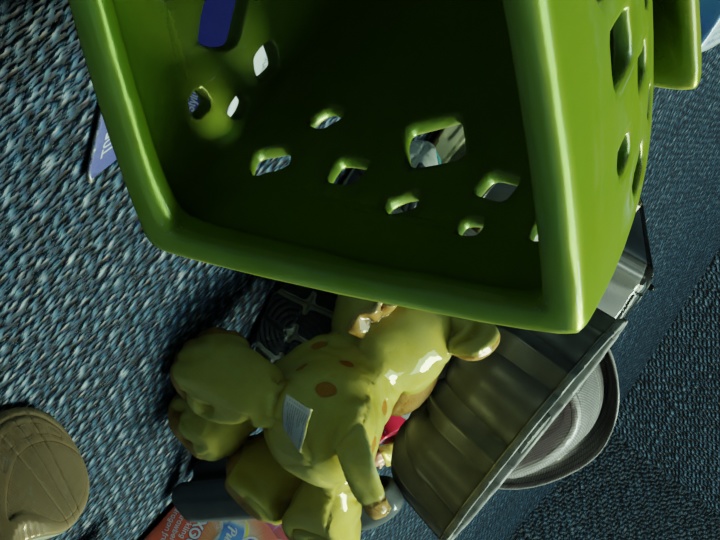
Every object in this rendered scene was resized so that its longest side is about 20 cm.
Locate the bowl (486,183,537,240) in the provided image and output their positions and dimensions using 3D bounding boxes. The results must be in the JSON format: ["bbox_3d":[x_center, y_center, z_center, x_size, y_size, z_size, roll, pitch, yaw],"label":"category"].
[{"bbox_3d":[0.074,0.003,1.698,0.200,0.075,0.200,-51,169,11],"label":"bowl"}]

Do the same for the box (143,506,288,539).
[{"bbox_3d":[-0.114,0.246,1.659,0.103,0.094,0.200,-46,166,-22],"label":"box"}]

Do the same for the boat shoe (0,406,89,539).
[{"bbox_3d":[-0.200,0.129,1.098,0.065,0.072,0.200,-31,-172,20],"label":"boat shoe"}]

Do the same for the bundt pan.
[{"bbox_3d":[0.092,0.088,1.467,0.202,0.076,0.202,-49,171,-10],"label":"bundt pan"}]

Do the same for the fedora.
[{"bbox_3d":[0.121,0.118,1.822,0.199,0.178,0.090,-18,-166,21],"label":"fedora"}]

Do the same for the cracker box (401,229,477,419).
[{"bbox_3d":[0.064,0.044,1.558,0.134,0.058,0.200,-43,143,10],"label":"cracker box"}]

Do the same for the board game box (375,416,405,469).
[{"bbox_3d":[-0.002,0.151,1.749,0.199,0.039,0.158,-32,172,27],"label":"board game box"}]

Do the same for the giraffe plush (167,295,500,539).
[{"bbox_3d":[-0.009,0.065,1.359,0.162,0.173,0.200,-46,-178,-27],"label":"giraffe plush"}]

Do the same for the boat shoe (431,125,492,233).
[{"bbox_3d":[0.059,-0.040,1.560,0.073,0.065,0.201,-32,157,-58],"label":"boat shoe"}]

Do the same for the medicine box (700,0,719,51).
[{"bbox_3d":[0.166,-0.247,1.099,0.201,0.182,0.103,-59,166,28],"label":"medicine box"}]

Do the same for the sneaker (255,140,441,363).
[{"bbox_3d":[0.000,0.000,1.452,0.201,0.077,0.080,-57,176,19],"label":"sneaker"}]

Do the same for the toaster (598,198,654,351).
[{"bbox_3d":[0.171,0.020,1.922,0.181,0.118,0.200,-58,-170,23],"label":"toaster"}]

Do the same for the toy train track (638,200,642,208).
[{"bbox_3d":[0.184,-0.090,1.666,0.115,0.032,0.200,-49,-151,19],"label":"toy train track"}]

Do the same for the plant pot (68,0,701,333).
[{"bbox_3d":[0.022,-0.119,0.807,0.182,0.199,0.200,-51,142,-40],"label":"plant pot"}]

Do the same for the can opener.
[{"bbox_3d":[-0.056,0.158,1.493,0.199,0.067,0.053,-6,-148,48],"label":"can opener"}]

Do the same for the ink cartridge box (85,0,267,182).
[{"bbox_3d":[-0.035,-0.142,0.995,0.200,0.043,0.197,-45,166,-37],"label":"ink cartridge box"}]
